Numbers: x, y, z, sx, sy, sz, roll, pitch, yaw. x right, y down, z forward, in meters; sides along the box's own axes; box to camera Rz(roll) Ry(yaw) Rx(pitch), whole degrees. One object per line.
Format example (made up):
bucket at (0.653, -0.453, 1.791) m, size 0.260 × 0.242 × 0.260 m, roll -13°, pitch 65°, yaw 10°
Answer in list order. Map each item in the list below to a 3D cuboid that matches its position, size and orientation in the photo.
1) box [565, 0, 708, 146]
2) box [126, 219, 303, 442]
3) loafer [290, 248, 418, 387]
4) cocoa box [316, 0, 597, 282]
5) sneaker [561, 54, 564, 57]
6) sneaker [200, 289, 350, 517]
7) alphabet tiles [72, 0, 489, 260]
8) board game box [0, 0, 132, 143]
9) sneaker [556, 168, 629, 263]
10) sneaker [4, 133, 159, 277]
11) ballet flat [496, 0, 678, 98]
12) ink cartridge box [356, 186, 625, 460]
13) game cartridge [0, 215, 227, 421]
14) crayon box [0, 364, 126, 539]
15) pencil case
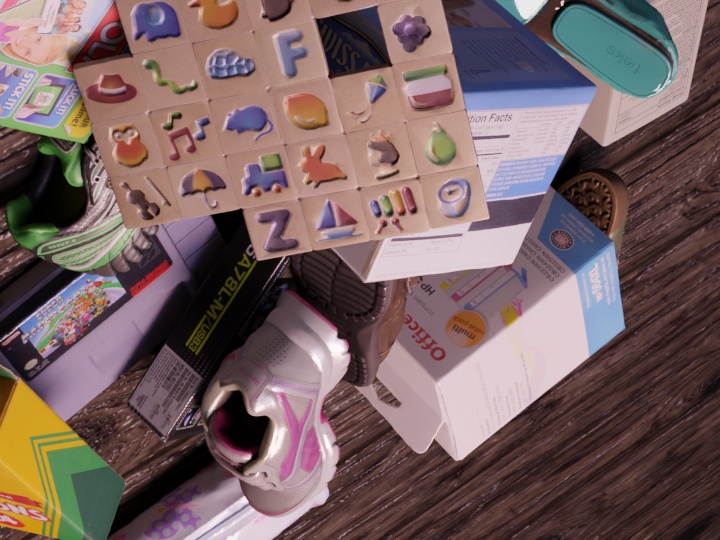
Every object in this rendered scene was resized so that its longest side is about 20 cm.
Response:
box at (0.194, -0.197, 1.336) m, size 0.095 × 0.078 × 0.201 m, roll -29°, pitch 146°, yaw -26°
box at (-0.052, 0.021, 1.296) m, size 0.200 × 0.047 × 0.193 m, roll -56°, pitch 159°, yaw 16°
loafer at (0.000, 0.000, 1.220) m, size 0.071 × 0.073 × 0.200 m, roll -54°, pitch 168°, yaw -26°
cocoa box at (0.013, -0.108, 1.105) m, size 0.133 × 0.200 × 0.132 m, roll -8°, pitch 133°, yaw -44°
sneaker at (0.066, -0.132, 1.286) m, size 0.199 × 0.076 × 0.088 m, roll -32°, pitch 165°, yaw -19°
sneaker at (-0.068, 0.103, 1.241) m, size 0.088 × 0.081 × 0.201 m, roll -36°, pitch 149°, yaw -31°
alphabet tiles at (-0.044, -0.083, 0.989) m, size 0.199 × 0.008 × 0.168 m, roll -10°, pitch 119°, yaw 10°
board game box at (-0.152, -0.154, 0.958) m, size 0.134 × 0.029 × 0.200 m, roll 10°, pitch 133°, yaw -40°
sneaker at (0.184, -0.008, 1.568) m, size 0.090 × 0.067 × 0.201 m, roll -20°, pitch 142°, yaw -47°
sneaker at (-0.133, -0.079, 1.084) m, size 0.085 × 0.078 × 0.200 m, roll 9°, pitch 120°, yaw -53°
ballet flat at (0.127, -0.187, 1.240) m, size 0.200 × 0.071 × 0.067 m, roll 33°, pitch 119°, yaw -14°
ink cartridge box at (0.084, 0.034, 1.429) m, size 0.200 × 0.129 × 0.125 m, roll -38°, pitch 148°, yaw -14°
game cartridge at (-0.174, 0.029, 1.209) m, size 0.200 × 0.038 × 0.130 m, roll -40°, pitch 153°, yaw -10°
crayon box at (-0.239, 0.103, 1.124) m, size 0.200 × 0.126 × 0.051 m, roll 59°, pitch 44°, yaw -57°
pencil case at (-0.121, 0.197, 1.418) m, size 0.200 × 0.083 × 0.091 m, roll -36°, pitch 170°, yaw -18°
